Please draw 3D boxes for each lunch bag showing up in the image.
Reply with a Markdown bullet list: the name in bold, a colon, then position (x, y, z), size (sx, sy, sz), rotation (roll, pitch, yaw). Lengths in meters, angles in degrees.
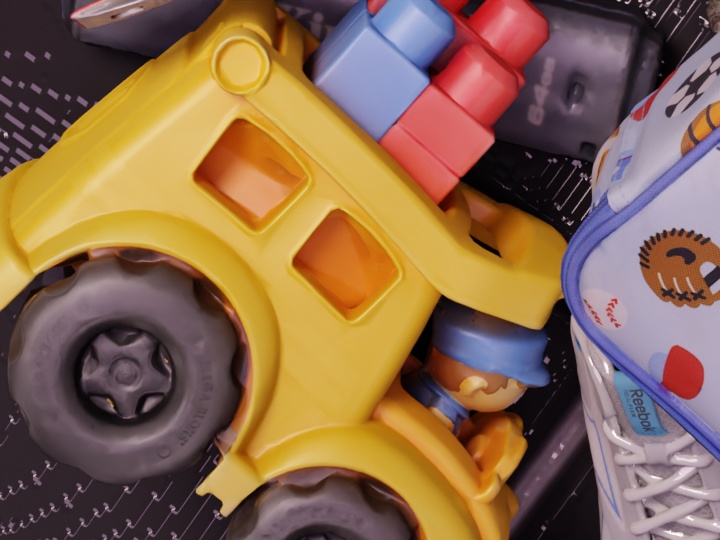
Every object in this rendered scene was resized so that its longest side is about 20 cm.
- **lunch bag**: position (0.164, -0.014, 0.699), size (0.160, 0.076, 0.200), rotation (44, 126, -11)

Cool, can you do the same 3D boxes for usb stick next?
- **usb stick**: position (-0.001, -0.081, 0.882), size (0.199, 0.033, 0.056), rotation (14, 104, 4)

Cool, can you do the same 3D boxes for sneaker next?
- **sneaker**: position (0.093, 0.047, 0.810), size (0.074, 0.087, 0.202), rotation (-6, 93, 25)

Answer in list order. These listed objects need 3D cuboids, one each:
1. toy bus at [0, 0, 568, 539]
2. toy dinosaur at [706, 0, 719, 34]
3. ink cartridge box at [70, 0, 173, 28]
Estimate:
- **toy bus**: position (0.000, 0.000, 0.841), size (0.200, 0.136, 0.192), rotation (44, 99, -11)
- **toy dinosaur**: position (0.164, -0.114, 0.845), size (0.199, 0.077, 0.103), rotation (10, 84, 17)
- **ink cartridge box**: position (-0.001, -0.132, 0.812), size (0.199, 0.109, 0.051), rotation (-22, 95, -3)
